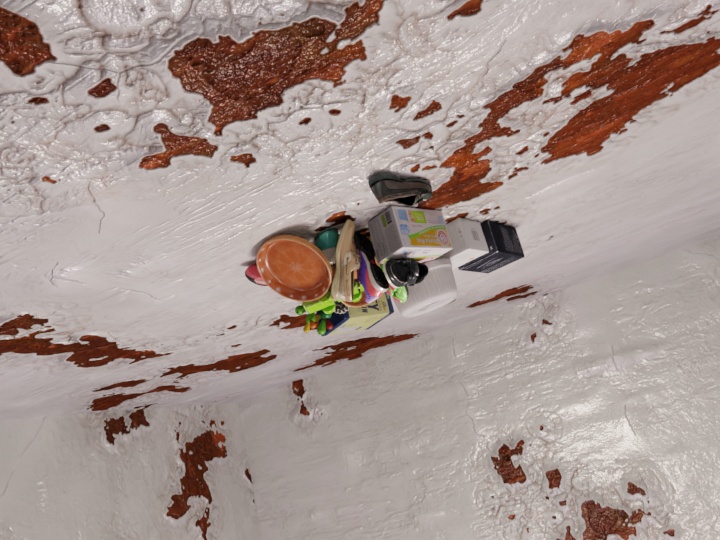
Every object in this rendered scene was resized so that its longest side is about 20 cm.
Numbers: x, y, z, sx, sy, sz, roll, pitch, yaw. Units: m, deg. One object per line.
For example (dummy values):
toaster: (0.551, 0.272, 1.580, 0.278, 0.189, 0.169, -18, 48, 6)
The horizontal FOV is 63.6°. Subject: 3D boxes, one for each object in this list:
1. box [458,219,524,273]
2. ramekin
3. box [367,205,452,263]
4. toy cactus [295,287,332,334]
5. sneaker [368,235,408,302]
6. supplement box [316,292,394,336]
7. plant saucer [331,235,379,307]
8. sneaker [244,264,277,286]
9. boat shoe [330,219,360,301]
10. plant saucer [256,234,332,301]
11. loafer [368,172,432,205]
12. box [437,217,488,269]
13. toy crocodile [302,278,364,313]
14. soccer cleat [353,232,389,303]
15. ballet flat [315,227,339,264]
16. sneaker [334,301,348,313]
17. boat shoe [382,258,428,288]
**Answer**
box: (0.398, -0.070, 1.814, 0.146, 0.107, 0.198, -26, 160, 34)
ramekin: (0.180, 0.055, 1.636, 0.195, 0.108, 0.201, -20, 167, -5)
box: (0.130, -0.088, 1.494, 0.197, 0.115, 0.101, -2, 160, -43)
toy cactus: (-0.108, 0.077, 1.611, 0.162, 0.205, 0.102, -24, -168, -15)
sneaker: (0.090, -0.016, 1.537, 0.082, 0.205, 0.076, -14, 171, -34)
supplement box: (-0.025, 0.121, 1.985, 0.195, 0.138, 0.200, -5, 161, -31)
plant saucer: (0.000, 0.000, 1.601, 0.196, 0.206, 0.037, -3, -160, -36)
sneaker: (-0.208, -0.018, 1.524, 0.194, 0.075, 0.089, -3, 125, -1)
boat shoe: (-0.028, -0.024, 1.438, 0.063, 0.206, 0.071, 12, -163, 9)
plant saucer: (-0.163, -0.007, 1.444, 0.195, 0.033, 0.204, 10, 133, 11)
loafer: (0.094, -0.166, 1.291, 0.197, 0.065, 0.071, 2, 157, -46)
box: (0.257, -0.064, 1.716, 0.198, 0.100, 0.123, -28, 160, 36)
toy crocodile: (-0.060, 0.057, 1.521, 0.196, 0.063, 0.068, -24, 146, 3)
soccer cleat: (0.011, -0.011, 1.478, 0.067, 0.203, 0.073, 16, 129, -40)
ballet flat: (-0.086, -0.041, 1.520, 0.066, 0.072, 0.201, -10, 162, -16)
sneaker: (-0.123, 0.066, 1.705, 0.197, 0.080, 0.089, 29, 178, -3)
boat shoe: (0.119, 0.002, 1.442, 0.065, 0.076, 0.198, -23, 163, 23)
